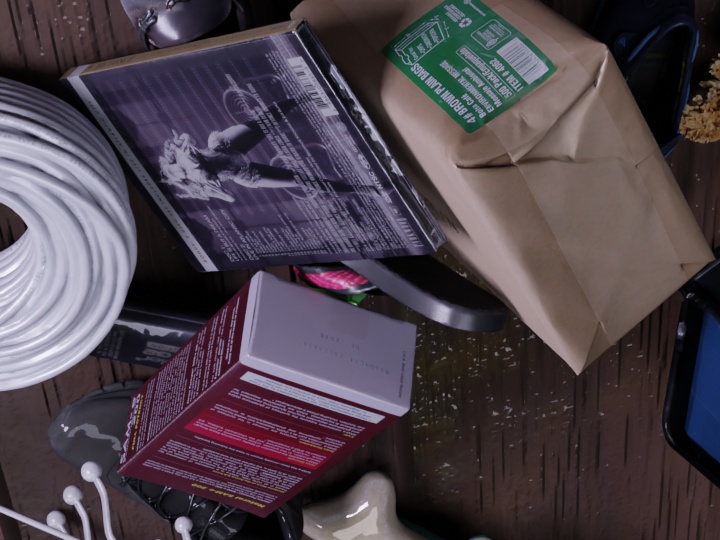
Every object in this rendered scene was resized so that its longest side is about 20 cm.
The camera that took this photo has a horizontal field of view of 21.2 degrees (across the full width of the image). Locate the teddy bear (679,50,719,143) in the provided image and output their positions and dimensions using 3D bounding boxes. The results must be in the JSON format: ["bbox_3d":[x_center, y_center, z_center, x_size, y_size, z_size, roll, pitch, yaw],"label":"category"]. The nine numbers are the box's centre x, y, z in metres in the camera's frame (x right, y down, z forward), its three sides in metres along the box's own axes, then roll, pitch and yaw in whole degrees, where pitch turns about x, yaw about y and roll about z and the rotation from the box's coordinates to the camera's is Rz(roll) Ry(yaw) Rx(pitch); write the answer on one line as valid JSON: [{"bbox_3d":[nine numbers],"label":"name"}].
[{"bbox_3d":[0.294,-0.104,1.206,0.200,0.067,0.145,20,124,-33],"label":"teddy bear"}]

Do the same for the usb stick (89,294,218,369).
[{"bbox_3d":[-0.095,0.047,1.216,0.199,0.033,0.056,11,144,-10],"label":"usb stick"}]

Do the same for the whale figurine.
[{"bbox_3d":[0.031,0.229,1.422,0.159,0.104,0.200,-30,109,11],"label":"whale figurine"}]

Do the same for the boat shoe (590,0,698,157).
[{"bbox_3d":[0.157,-0.090,1.176,0.084,0.069,0.200,-8,133,-11],"label":"boat shoe"}]

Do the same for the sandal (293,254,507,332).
[{"bbox_3d":[0.000,0.000,1.120,0.075,0.200,0.045,-2,118,-46],"label":"sandal"}]

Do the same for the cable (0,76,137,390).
[{"bbox_3d":[-0.229,-0.020,1.101,0.199,0.069,0.201,-1,129,-9],"label":"cable"}]

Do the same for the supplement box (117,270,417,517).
[{"bbox_3d":[-0.060,0.081,1.174,0.109,0.061,0.200,20,146,-22],"label":"supplement box"}]

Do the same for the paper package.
[{"bbox_3d":[0.076,-0.071,1.067,0.103,0.200,0.191,-39,131,-4],"label":"paper package"}]

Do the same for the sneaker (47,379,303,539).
[{"bbox_3d":[-0.114,0.137,1.279,0.200,0.091,0.076,21,124,-30],"label":"sneaker"}]

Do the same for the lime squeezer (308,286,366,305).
[{"bbox_3d":[-0.029,0.008,1.226,0.070,0.038,0.200,22,122,-32],"label":"lime squeezer"}]

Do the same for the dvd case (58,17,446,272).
[{"bbox_3d":[-0.062,-0.063,1.056,0.200,0.016,0.149,-5,129,45],"label":"dvd case"}]

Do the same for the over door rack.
[{"bbox_3d":[-0.219,0.167,1.256,0.199,0.067,0.148,13,155,-14],"label":"over door rack"}]

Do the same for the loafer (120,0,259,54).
[{"bbox_3d":[-0.087,-0.133,1.062,0.072,0.063,0.200,-23,134,5],"label":"loafer"}]

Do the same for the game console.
[{"bbox_3d":[0.309,0.070,1.337,0.176,0.117,0.200,-37,132,16],"label":"game console"}]
